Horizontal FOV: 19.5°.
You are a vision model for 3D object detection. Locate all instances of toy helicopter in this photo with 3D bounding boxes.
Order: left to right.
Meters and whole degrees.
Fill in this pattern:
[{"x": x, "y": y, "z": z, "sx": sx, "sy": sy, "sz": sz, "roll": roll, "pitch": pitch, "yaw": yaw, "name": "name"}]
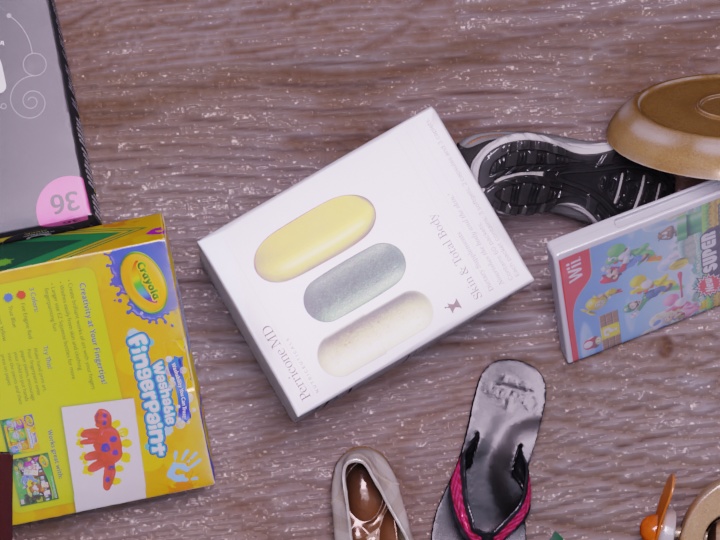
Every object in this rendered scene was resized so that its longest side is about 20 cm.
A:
[{"x": 0.254, "y": 0.242, "z": 1.607, "sx": 0.132, "sy": 0.079, "sz": 0.200, "roll": 34, "pitch": 96, "yaw": -6, "name": "toy helicopter"}]

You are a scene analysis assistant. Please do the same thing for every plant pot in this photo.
[{"x": 0.286, "y": -0.114, "z": 1.582, "sx": 0.199, "sy": 0.200, "sz": 0.028, "roll": -2, "pitch": 113, "yaw": -3, "name": "plant pot"}]

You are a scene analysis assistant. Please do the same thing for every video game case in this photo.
[{"x": 0.243, "y": -0.009, "z": 1.601, "sx": 0.200, "sy": 0.143, "sz": 0.017, "roll": -21, "pitch": 52, "yaw": -4, "name": "video game case"}]

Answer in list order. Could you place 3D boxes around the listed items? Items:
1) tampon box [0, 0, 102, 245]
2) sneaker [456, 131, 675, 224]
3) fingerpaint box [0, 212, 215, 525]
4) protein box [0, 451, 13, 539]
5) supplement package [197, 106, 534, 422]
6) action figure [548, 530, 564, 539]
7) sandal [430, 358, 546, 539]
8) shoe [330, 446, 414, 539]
[{"x": -0.290, "y": -0.116, "z": 1.583, "sx": 0.150, "sy": 0.126, "sz": 0.200, "roll": -12, "pitch": 86, "yaw": -4, "name": "tampon box"}, {"x": 0.160, "y": -0.075, "z": 1.614, "sx": 0.200, "sy": 0.079, "sz": 0.074, "roll": 10, "pitch": 102, "yaw": -31, "name": "sneaker"}, {"x": -0.208, "y": 0.074, "z": 1.563, "sx": 0.166, "sy": 0.073, "sz": 0.200, "roll": -12, "pitch": 109, "yaw": -4, "name": "fingerpaint box"}, {"x": -0.367, "y": 0.231, "z": 1.502, "sx": 0.198, "sy": 0.135, "sz": 0.201, "roll": -4, "pitch": 84, "yaw": 29, "name": "protein box"}, {"x": 0.000, "y": 0.000, "z": 1.575, "sx": 0.200, "sy": 0.151, "sz": 0.152, "roll": -30, "pitch": 87, "yaw": -6, "name": "supplement package"}, {"x": 0.207, "y": 0.296, "z": 1.578, "sx": 0.200, "sy": 0.055, "sz": 0.118, "roll": 27, "pitch": 103, "yaw": 1, "name": "action figure"}, {"x": 0.101, "y": 0.166, "z": 1.617, "sx": 0.075, "sy": 0.045, "sz": 0.201, "roll": 11, "pitch": 84, "yaw": -2, "name": "sandal"}, {"x": 0.013, "y": 0.234, "z": 1.602, "sx": 0.070, "sy": 0.053, "sz": 0.201, "roll": -12, "pitch": 85, "yaw": -4, "name": "shoe"}]
